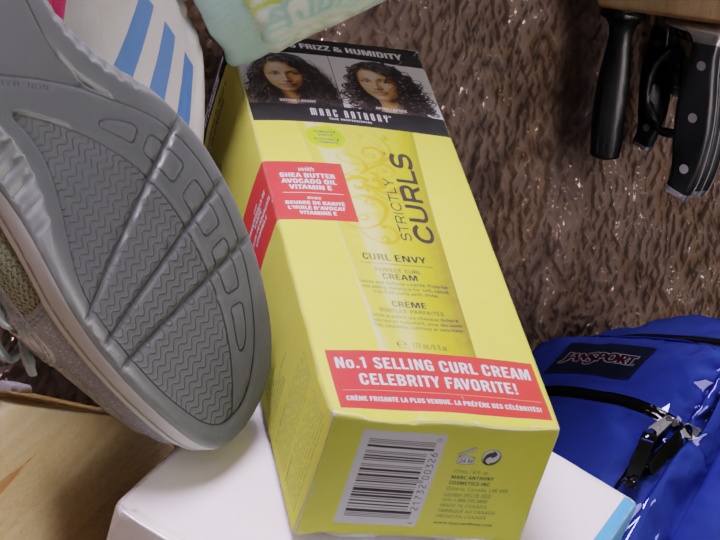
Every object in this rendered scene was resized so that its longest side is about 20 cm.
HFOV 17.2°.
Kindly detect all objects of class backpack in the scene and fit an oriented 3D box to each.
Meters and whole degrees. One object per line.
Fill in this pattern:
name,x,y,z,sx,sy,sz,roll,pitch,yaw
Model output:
backpack,0.132,0.103,0.983,0.200,0.162,0.168,-49,129,-34

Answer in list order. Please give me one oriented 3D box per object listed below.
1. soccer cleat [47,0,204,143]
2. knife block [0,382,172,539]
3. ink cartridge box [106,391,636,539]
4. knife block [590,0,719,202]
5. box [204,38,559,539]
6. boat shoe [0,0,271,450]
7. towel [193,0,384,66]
soccer cleat,-0.090,-0.085,0.740,0.086,0.070,0.201,-46,137,-50
knife block,-0.152,0.116,0.682,0.200,0.064,0.176,12,88,-53
ink cartridge box,-0.018,0.147,0.767,0.129,0.125,0.200,-44,158,-52
knife block,0.139,-0.137,0.995,0.200,0.064,0.176,70,38,-50
box,0.000,0.000,0.754,0.075,0.200,0.050,5,127,-16
boat shoe,-0.101,-0.028,0.679,0.202,0.065,0.075,49,51,-22
towel,-0.005,-0.180,0.731,0.048,0.171,0.200,-106,171,-61
